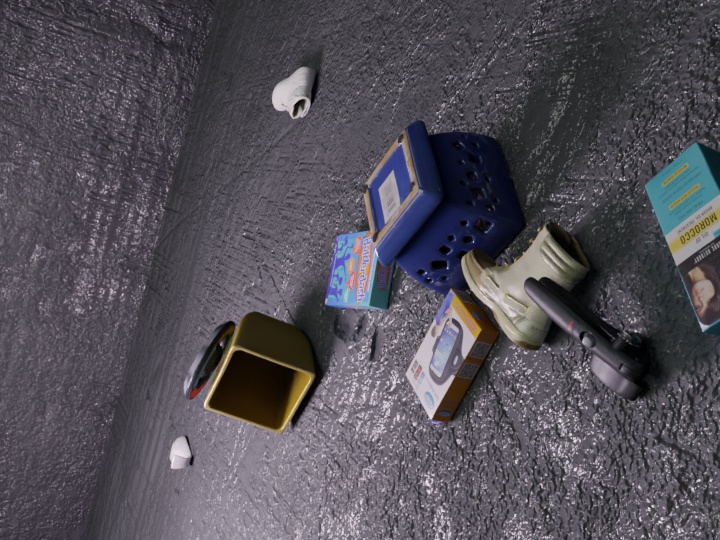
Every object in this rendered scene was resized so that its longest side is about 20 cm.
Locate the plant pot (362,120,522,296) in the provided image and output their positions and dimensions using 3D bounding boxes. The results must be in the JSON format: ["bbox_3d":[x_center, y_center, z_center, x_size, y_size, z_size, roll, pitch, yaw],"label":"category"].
[{"bbox_3d":[0.117,-0.105,1.235,0.200,0.178,0.202,-50,37,39],"label":"plant pot"}]

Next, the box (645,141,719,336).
[{"bbox_3d":[0.382,-0.034,0.831,0.082,0.049,0.202,-48,38,43],"label":"box"}]

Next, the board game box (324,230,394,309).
[{"bbox_3d":[0.000,0.000,1.560,0.199,0.045,0.154,-4,74,61],"label":"board game box"}]

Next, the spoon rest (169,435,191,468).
[{"bbox_3d":[-0.554,0.572,2.371,0.200,0.060,0.101,-177,101,-76],"label":"spoon rest"}]

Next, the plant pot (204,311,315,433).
[{"bbox_3d":[-0.222,0.210,1.751,0.197,0.192,0.201,-60,17,28],"label":"plant pot"}]

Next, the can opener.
[{"bbox_3d":[0.271,0.070,0.938,0.200,0.063,0.079,47,118,36],"label":"can opener"}]

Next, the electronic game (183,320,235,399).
[{"bbox_3d":[-0.341,0.204,1.750,0.202,0.041,0.200,-61,-1,-2],"label":"electronic game"}]

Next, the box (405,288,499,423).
[{"bbox_3d":[0.138,0.145,1.233,0.202,0.041,0.119,-63,30,20],"label":"box"}]

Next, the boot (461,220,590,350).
[{"bbox_3d":[0.231,-0.008,1.088,0.156,0.071,0.201,-62,35,27],"label":"boot"}]

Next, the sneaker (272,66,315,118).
[{"bbox_3d":[-0.195,-0.466,2.126,0.199,0.073,0.117,-29,50,54],"label":"sneaker"}]
